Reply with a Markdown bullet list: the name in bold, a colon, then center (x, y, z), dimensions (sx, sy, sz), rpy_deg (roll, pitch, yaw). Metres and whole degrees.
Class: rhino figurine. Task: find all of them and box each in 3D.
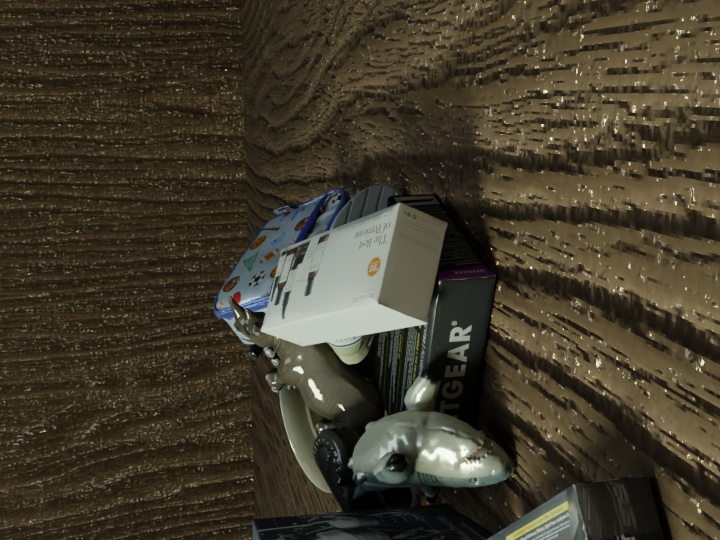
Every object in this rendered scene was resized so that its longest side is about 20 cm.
- **rhino figurine**: center (-0.053, 0.092, 0.884), dimensions (0.060, 0.200, 0.087), rpy_deg (-50, 10, -29)

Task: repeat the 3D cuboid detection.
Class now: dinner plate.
- **dinner plate**: center (-0.047, 0.186, 1.179), dimensions (0.200, 0.024, 0.201), rpy_deg (55, -155, -40)

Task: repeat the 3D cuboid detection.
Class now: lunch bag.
- **lunch bag**: center (-0.074, -0.010, 1.063), dimensions (0.160, 0.076, 0.200), rpy_deg (-19, 34, 40)

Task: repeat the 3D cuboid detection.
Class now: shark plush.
- **shark plush**: center (0.033, 0.166, 0.722), dimensions (0.200, 0.083, 0.091), rpy_deg (-46, 15, 41)

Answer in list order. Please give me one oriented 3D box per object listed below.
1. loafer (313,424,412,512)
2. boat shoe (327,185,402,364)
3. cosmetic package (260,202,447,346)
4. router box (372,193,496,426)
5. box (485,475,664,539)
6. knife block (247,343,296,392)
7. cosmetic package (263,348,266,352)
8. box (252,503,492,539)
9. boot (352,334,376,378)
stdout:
- **loafer**: center (0.010, 0.212, 0.890), dimensions (0.073, 0.071, 0.200), rpy_deg (48, 162, 44)
- **boat shoe**: center (0.000, 0.000, 0.894), dimensions (0.062, 0.072, 0.200), rpy_deg (78, -155, -48)
- **cosmetic package**: center (-0.012, 0.009, 0.742), dimensions (0.200, 0.051, 0.083), rpy_deg (-18, 57, 58)
- **router box**: center (0.056, 0.056, 0.781), dimensions (0.149, 0.051, 0.201), rpy_deg (-115, 25, -57)
- **box**: center (0.121, 0.220, 0.516), dimensions (0.200, 0.049, 0.162), rpy_deg (110, 153, -61)
- **knife block**: center (-0.071, 0.048, 1.114), dimensions (0.064, 0.175, 0.201), rpy_deg (-13, 74, 33)
- **cosmetic package**: center (-0.157, 0.050, 1.756), dimensions (0.105, 0.071, 0.201), rpy_deg (-129, 38, -70)
- **box**: center (0.012, 0.261, 0.723), dimensions (0.200, 0.181, 0.105), rpy_deg (163, 104, -77)
- **boot**: center (0.007, 0.027, 0.960), dimensions (0.074, 0.075, 0.200), rpy_deg (98, 165, -48)
